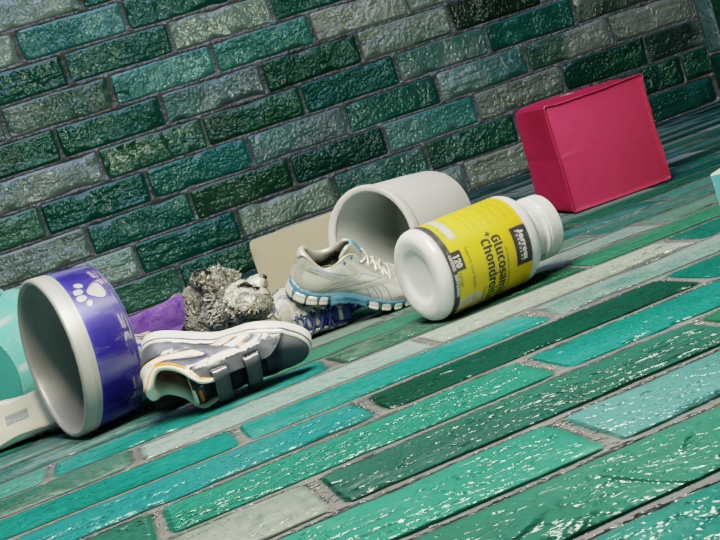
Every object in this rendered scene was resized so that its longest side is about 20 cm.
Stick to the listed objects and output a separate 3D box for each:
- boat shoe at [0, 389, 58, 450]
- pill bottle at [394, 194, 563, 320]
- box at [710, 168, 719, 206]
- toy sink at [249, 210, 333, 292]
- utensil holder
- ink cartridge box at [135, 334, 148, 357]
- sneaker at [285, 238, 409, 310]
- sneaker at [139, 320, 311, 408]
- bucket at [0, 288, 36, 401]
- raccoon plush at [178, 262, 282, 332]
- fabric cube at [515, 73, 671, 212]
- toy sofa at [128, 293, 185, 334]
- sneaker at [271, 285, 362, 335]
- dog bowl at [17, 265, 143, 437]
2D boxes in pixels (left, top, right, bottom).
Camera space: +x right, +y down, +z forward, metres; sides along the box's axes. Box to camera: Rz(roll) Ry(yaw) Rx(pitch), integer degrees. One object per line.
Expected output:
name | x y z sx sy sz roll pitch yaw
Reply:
boat shoe | -0.468 0.202 1.474 0.198 0.073 0.068 -25 -17 10
pill bottle | 0.147 -0.024 1.314 0.198 0.113 0.112 -22 6 -27
box | 0.528 -0.131 1.404 0.082 0.050 0.199 -14 7 40
toy sink | -0.116 -0.036 2.283 0.197 0.132 0.112 -19 5 5
utensil holder | 0.069 -0.069 1.760 0.168 0.172 0.199 -15 5 36
ink cartridge box | -0.259 0.113 1.387 0.093 0.045 0.199 5 2 -37
sneaker | 0.000 0.000 1.472 0.197 0.088 0.075 0 33 -15
sneaker | -0.152 0.112 1.233 0.197 0.079 0.080 -6 49 2
bucket | -0.548 0.144 1.630 0.205 0.210 0.135 -17 12 20
raccoon plush | -0.175 0.089 1.435 0.096 0.202 0.134 3 24 -37
fabric cube | 0.418 -0.230 1.984 0.194 0.203 0.199 -18 6 -4
toy sofa | -0.313 0.098 1.791 0.082 0.099 0.199 -16 5 32
sneaker | -0.060 0.052 1.503 0.087 0.076 0.200 7 29 33
dog bowl | -0.349 0.099 1.348 0.078 0.203 0.199 -19 4 -33
